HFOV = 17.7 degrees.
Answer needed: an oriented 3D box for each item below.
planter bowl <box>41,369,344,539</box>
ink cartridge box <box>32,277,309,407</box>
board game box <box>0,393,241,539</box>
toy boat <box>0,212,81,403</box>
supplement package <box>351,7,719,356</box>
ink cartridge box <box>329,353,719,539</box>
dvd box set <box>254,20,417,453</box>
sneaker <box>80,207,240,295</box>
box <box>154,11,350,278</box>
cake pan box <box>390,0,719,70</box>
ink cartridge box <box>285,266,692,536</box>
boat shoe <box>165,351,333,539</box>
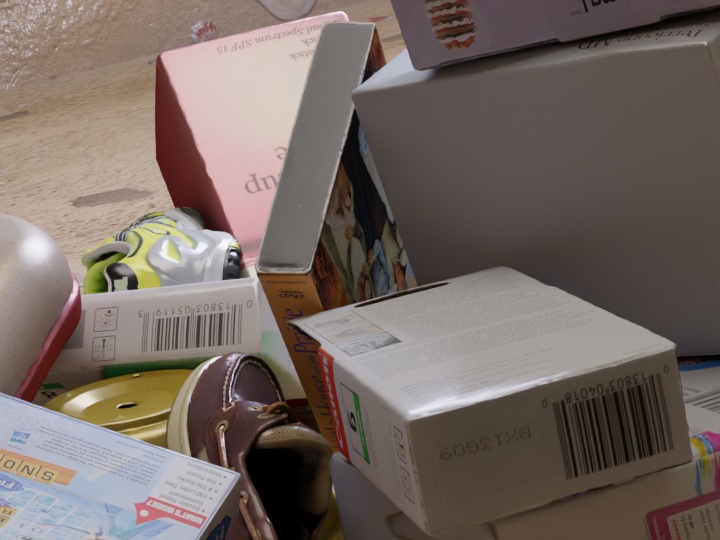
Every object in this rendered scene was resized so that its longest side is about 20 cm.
[{"bbox_3d":[-0.107,0.100,1.130,0.199,0.084,0.200,-10,12,2],"label":"planter bowl"},{"bbox_3d":[-0.092,0.064,1.261,0.160,0.050,0.200,-6,-25,18],"label":"ink cartridge box"},{"bbox_3d":[-0.174,0.123,0.881,0.199,0.041,0.200,17,40,14],"label":"board game box"},{"bbox_3d":[-0.211,0.063,1.126,0.130,0.131,0.200,9,43,15],"label":"toy boat"},{"bbox_3d":[0.139,-0.070,1.080,0.190,0.148,0.200,-5,25,36],"label":"supplement package"},{"bbox_3d":[0.107,0.100,0.961,0.199,0.085,0.144,-14,12,-24],"label":"ink cartridge box"},{"bbox_3d":[0.000,0.000,1.118,0.029,0.200,0.147,3,55,16],"label":"dvd box set"},{"bbox_3d":[-0.126,-0.001,1.319,0.076,0.076,0.200,4,-2,-18],"label":"sneaker"},{"bbox_3d":[-0.036,-0.039,1.390,0.127,0.109,0.201,-15,57,-15],"label":"box"},{"bbox_3d":[0.130,-0.160,1.034,0.199,0.053,0.184,-9,25,27],"label":"cake pan box"},{"bbox_3d":[0.045,0.047,0.937,0.108,0.051,0.200,-14,12,-13],"label":"ink cartridge box"},{"bbox_3d":[-0.040,0.095,1.006,0.072,0.072,0.200,-33,24,18],"label":"boat shoe"}]
